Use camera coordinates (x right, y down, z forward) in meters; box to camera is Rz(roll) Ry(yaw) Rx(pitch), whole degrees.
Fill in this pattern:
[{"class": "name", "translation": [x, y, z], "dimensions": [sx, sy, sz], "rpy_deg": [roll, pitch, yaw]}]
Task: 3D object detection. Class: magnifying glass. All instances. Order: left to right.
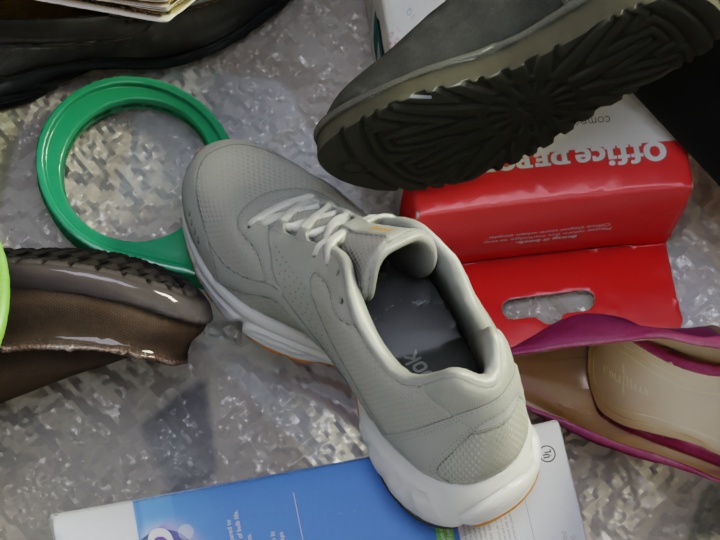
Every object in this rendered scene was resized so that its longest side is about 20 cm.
[{"class": "magnifying glass", "translation": [-0.049, -0.006, 0.961], "dimensions": [0.199, 0.022, 0.080], "rpy_deg": [37, 72, 12]}]

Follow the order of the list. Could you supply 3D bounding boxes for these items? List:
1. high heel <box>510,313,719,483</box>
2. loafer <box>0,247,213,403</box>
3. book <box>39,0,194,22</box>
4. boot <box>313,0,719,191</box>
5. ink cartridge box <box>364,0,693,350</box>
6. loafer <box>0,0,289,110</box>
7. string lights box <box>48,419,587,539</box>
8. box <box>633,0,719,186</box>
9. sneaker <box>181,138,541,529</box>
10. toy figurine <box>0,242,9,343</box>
[{"class": "high heel", "translation": [0.113, 0.050, 0.862], "dimensions": [0.095, 0.200, 0.068], "rpy_deg": [-5, 104, -10]}, {"class": "loafer", "translation": [-0.156, 0.027, 0.923], "dimensions": [0.198, 0.073, 0.072], "rpy_deg": [2, 94, 8]}, {"class": "book", "translation": [-0.084, -0.167, 0.932], "dimensions": [0.133, 0.048, 0.200], "rpy_deg": [10, 33, 26]}, {"class": "boot", "translation": [0.051, -0.146, 0.912], "dimensions": [0.181, 0.073, 0.201], "rpy_deg": [-22, 60, 18]}, {"class": "ink cartridge box", "translation": [0.068, -0.071, 0.964], "dimensions": [0.115, 0.067, 0.202], "rpy_deg": [-7, 71, -5]}, {"class": "loafer", "translation": [-0.101, -0.123, 0.972], "dimensions": [0.199, 0.072, 0.073], "rpy_deg": [-24, 72, -12]}, {"class": "string lights box", "translation": [-0.012, 0.130, 0.891], "dimensions": [0.198, 0.059, 0.104], "rpy_deg": [-10, 70, -6]}, {"class": "box", "translation": [0.233, -0.102, 0.920], "dimensions": [0.149, 0.124, 0.200], "rpy_deg": [47, 58, 4]}, {"class": "sneaker", "translation": [0.000, 0.000, 0.884], "dimensions": [0.075, 0.092, 0.200], "rpy_deg": [-31, 56, -23]}, {"class": "toy figurine", "translation": [-0.242, -0.034, 0.802], "dimensions": [0.198, 0.185, 0.151], "rpy_deg": [11, 58, 23]}]
